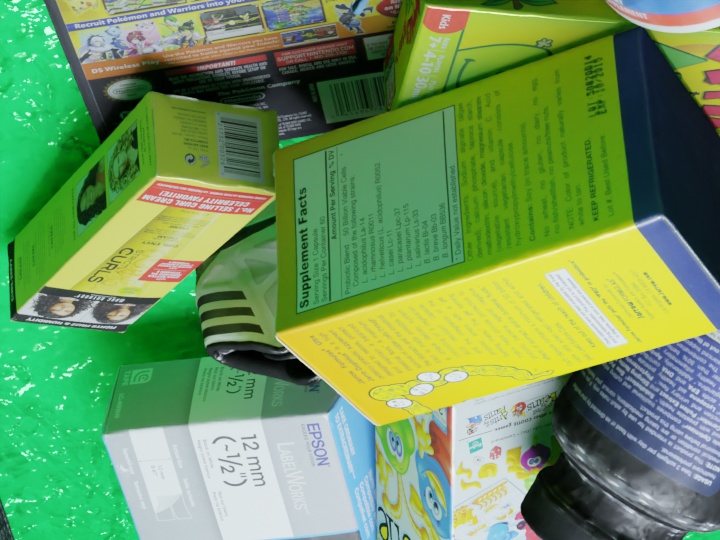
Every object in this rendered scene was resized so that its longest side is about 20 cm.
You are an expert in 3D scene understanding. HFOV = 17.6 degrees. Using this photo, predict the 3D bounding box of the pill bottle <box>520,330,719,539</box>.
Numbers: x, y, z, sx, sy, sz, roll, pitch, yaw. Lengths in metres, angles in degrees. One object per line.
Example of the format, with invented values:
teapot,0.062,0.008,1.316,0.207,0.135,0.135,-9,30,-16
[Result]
pill bottle,0.167,0.060,1.183,0.112,0.112,0.201,22,105,-36

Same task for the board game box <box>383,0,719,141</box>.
board game box,0.118,-0.105,1.125,0.199,0.048,0.102,4,146,-9

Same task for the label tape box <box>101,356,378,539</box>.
label tape box,-0.036,0.119,1.365,0.199,0.066,0.144,-4,128,12

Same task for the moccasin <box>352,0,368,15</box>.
moccasin,-0.011,-0.151,1.026,0.199,0.069,0.080,17,168,5

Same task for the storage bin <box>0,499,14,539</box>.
storage bin,-0.299,0.186,1.491,0.134,0.094,0.200,-6,145,-2

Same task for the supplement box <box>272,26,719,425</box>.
supplement box,0.068,-0.017,1.114,0.199,0.109,0.110,-17,145,23

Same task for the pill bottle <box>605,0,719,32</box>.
pill bottle,0.116,-0.199,0.990,0.112,0.113,0.200,-20,143,18

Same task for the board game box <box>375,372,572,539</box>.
board game box,0.073,0.115,1.304,0.104,0.103,0.201,-15,125,-20

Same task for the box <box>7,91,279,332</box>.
box,-0.116,-0.027,1.217,0.075,0.050,0.200,7,154,-29

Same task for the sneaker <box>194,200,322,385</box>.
sneaker,0.000,0.000,1.256,0.200,0.116,0.076,-23,143,21

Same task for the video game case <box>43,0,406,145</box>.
video game case,-0.048,-0.127,1.143,0.199,0.026,0.181,-9,146,4
